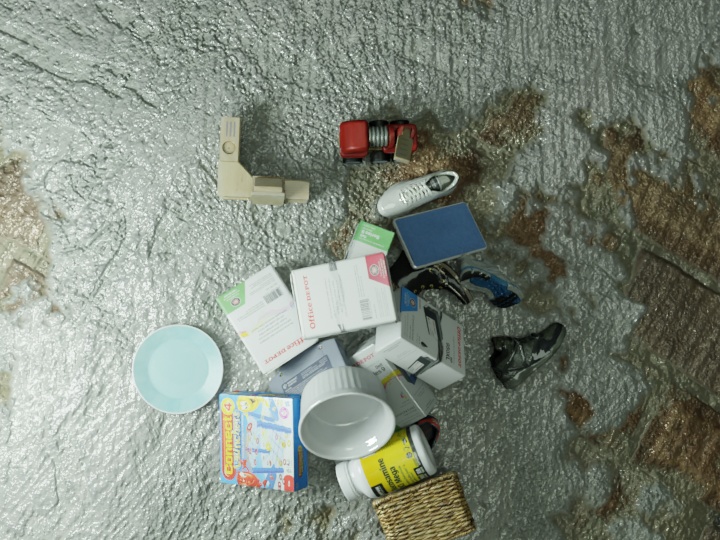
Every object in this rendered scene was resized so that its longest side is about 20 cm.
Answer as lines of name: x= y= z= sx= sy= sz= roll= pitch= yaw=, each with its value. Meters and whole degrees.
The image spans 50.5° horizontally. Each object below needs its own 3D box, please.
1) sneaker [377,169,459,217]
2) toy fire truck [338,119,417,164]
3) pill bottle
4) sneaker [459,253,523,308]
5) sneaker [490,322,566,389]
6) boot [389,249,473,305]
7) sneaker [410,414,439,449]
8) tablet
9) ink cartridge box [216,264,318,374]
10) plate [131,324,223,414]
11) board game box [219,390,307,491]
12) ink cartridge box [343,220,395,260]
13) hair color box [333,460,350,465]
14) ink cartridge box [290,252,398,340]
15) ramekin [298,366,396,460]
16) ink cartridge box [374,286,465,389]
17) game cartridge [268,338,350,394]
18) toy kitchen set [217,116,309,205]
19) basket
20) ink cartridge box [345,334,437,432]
sneaker: x=0.132 y=-0.183 z=1.755 sx=0.200 sy=0.081 sz=0.076 roll=-25 pitch=93 yaw=-5
toy fire truck: x=0.046 y=-0.282 z=1.686 sx=0.176 sy=0.200 sz=0.129 roll=-2 pitch=88 yaw=-7
pill bottle: x=0.054 y=0.421 z=1.647 sx=0.200 sy=0.112 sz=0.113 roll=-25 pitch=92 yaw=6
sneaker: x=0.302 y=0.017 z=1.759 sx=0.075 sy=0.087 sz=0.200 roll=-36 pitch=131 yaw=29
sneaker: x=0.382 y=0.172 z=1.777 sx=0.199 sy=0.076 sz=0.114 roll=-40 pitch=100 yaw=0
boot: x=0.145 y=0.039 z=1.754 sx=0.151 sy=0.073 sz=0.200 roll=-44 pitch=90 yaw=-7
sneaker: x=0.111 y=0.415 z=1.736 sx=0.075 sy=0.085 sz=0.200 roll=34 pitch=86 yaw=-5
tablet: x=0.183 y=-0.082 z=1.750 sx=0.200 sy=0.014 sz=0.130 roll=-15 pitch=71 yaw=-23
ink cartridge box: x=-0.204 y=0.110 z=1.701 sx=0.145 sy=0.084 sz=0.200 roll=-33 pitch=88 yaw=-6
plate: x=-0.408 y=0.220 z=1.711 sx=0.200 sy=0.026 sz=0.200 roll=0 pitch=90 yaw=-7
board game box: x=-0.213 y=0.368 z=1.664 sx=0.196 sy=0.056 sz=0.200 roll=-2 pitch=88 yaw=28
ink cartridge box: x=0.000 y=0.000 z=1.701 sx=0.084 sy=0.146 sz=0.200 roll=21 pitch=86 yaw=-3
hair color box: x=-0.038 y=0.372 z=1.732 sx=0.100 sy=0.061 sz=0.200 roll=-30 pitch=92 yaw=-5
ink cartridge box: x=-0.032 y=0.055 z=1.580 sx=0.200 sy=0.085 sz=0.146 roll=-11 pitch=82 yaw=5
ramekin: x=-0.032 y=0.293 z=1.591 sx=0.200 sy=0.098 sz=0.201 roll=-4 pitch=126 yaw=-6
ink cartridge box: x=0.134 y=0.150 z=1.680 sx=0.200 sy=0.084 sz=0.145 roll=33 pitch=41 yaw=-28
game cartridge: x=-0.108 y=0.242 z=1.685 sx=0.200 sy=0.041 sz=0.133 roll=-35 pitch=64 yaw=18
toy kitchen set: x=-0.210 y=-0.243 z=1.674 sx=0.200 sy=0.163 sz=0.181 roll=2 pitch=88 yaw=-7
basket: x=0.136 y=0.524 z=1.705 sx=0.200 sy=0.143 sz=0.149 roll=-22 pitch=94 yaw=-1
ink cartridge box: x=0.051 y=0.254 z=1.702 sx=0.145 sy=0.088 sz=0.200 roll=-33 pitch=91 yaw=31
